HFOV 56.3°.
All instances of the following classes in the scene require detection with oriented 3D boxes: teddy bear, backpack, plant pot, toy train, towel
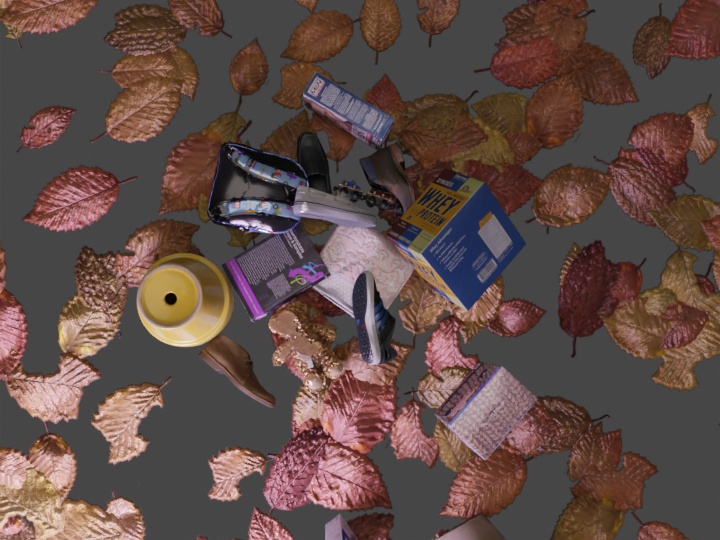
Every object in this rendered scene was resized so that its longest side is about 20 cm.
[{"bbox_3d":[-0.120,0.166,1.465,0.200,0.067,0.145,39,93,-5],"label":"teddy bear"},{"bbox_3d":[-0.217,-0.167,1.447,0.198,0.135,0.184,11,85,-10],"label":"backpack"},{"bbox_3d":[-0.374,0.059,1.393,0.199,0.189,0.203,0,86,-3],"label":"plant pot"},{"bbox_3d":[0.036,-0.163,1.509,0.198,0.034,0.046,17,69,-4],"label":"toy train"},{"bbox_3d":[0.000,0.000,1.496,0.199,0.032,0.192,34,84,0],"label":"towel"},{"bbox_3d":[0.246,0.610,1.390,0.199,0.200,0.174,-27,69,-5],"label":"plant pot"}]

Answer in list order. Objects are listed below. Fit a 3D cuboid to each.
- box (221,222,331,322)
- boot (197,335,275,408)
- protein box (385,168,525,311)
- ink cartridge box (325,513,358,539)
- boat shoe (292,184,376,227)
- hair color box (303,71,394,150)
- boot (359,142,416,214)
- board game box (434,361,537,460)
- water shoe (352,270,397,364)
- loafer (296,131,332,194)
[{"bbox_3d":[-0.183,0.000,1.468,0.199,0.036,0.144,-31,77,0],"label":"box"},{"bbox_3d":[-0.250,0.217,1.448,0.200,0.074,0.076,39,74,3],"label":"boot"},{"bbox_3d":[0.203,-0.065,1.415,0.199,0.135,0.200,-48,125,-6],"label":"protein box"},{"bbox_3d":[-0.028,0.567,1.358,0.044,0.200,0.094,-35,88,-5],"label":"ink cartridge box"},{"bbox_3d":[-0.047,-0.138,1.427,0.199,0.073,0.067,10,80,-35],"label":"boat shoe"},{"bbox_3d":[-0.027,-0.350,1.491,0.199,0.100,0.061,31,85,0],"label":"hair color box"},{"bbox_3d":[0.065,-0.182,1.486,0.096,0.075,0.201,-16,64,1],"label":"boot"},{"bbox_3d":[0.254,0.284,1.399,0.097,0.200,0.160,43,84,1],"label":"board game box"},{"bbox_3d":[0.033,0.101,1.454,0.078,0.071,0.202,-2,85,-32],"label":"water shoe"},{"bbox_3d":[-0.098,-0.213,1.489,0.068,0.070,0.202,-12,86,-4],"label":"loafer"}]
